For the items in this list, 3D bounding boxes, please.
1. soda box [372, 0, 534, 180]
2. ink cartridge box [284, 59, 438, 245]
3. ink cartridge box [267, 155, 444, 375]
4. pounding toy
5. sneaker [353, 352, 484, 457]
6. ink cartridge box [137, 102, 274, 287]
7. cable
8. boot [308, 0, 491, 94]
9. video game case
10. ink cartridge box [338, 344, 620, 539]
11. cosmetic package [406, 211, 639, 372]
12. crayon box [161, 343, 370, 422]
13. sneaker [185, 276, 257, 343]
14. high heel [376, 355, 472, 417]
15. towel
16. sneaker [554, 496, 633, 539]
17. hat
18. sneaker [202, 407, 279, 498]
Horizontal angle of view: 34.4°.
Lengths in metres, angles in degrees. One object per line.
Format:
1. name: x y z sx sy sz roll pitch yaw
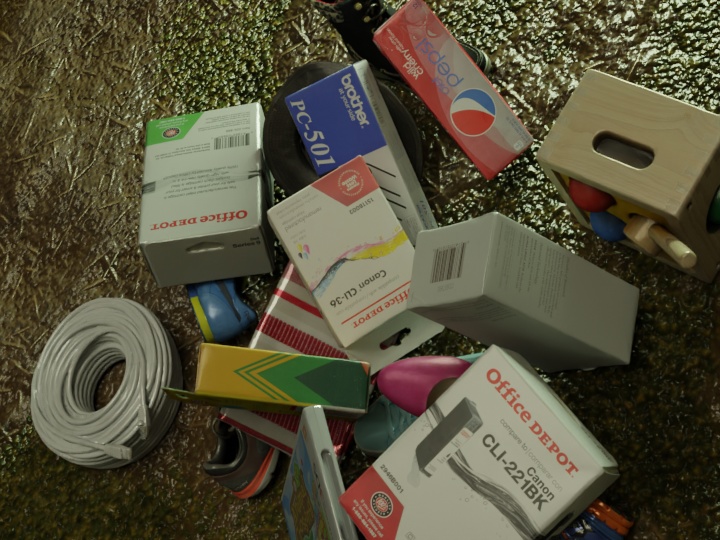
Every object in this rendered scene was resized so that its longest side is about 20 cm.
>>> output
1. soda box: 0.100 -0.195 1.251 0.070 0.063 0.201 -40 90 8
2. ink cartridge box: 0.002 -0.115 1.266 0.093 0.044 0.203 -20 98 27
3. ink cartridge box: 0.000 0.000 1.206 0.115 0.067 0.202 -31 90 -6
4. pounding toy: 0.273 -0.068 1.080 0.199 0.184 0.143 29 83 35
5. sneaker: 0.070 0.126 1.170 0.198 0.082 0.075 -26 56 16
6. ink cartridge box: -0.177 -0.088 1.358 0.143 0.085 0.202 -8 50 5
7. cable: -0.302 0.134 1.387 0.197 0.069 0.204 -4 65 29
8. boot: 0.039 -0.271 1.325 0.201 0.154 0.074 22 79 35
9. video game case: -0.038 0.258 1.118 0.022 0.201 0.184 -7 57 -16
10. ink cartridge box: 0.103 0.186 1.008 0.200 0.084 0.145 -45 67 8
11. cosmetic package: 0.153 0.026 1.083 0.112 0.198 0.083 -11 62 51
12. crayon box: -0.094 0.111 1.155 0.196 0.127 0.052 7 78 -6
13. sneaker: -0.176 -0.002 1.388 0.077 0.066 0.202 -23 54 -4
14. high heel: 0.109 0.137 1.075 0.197 0.096 0.068 21 107 -4
15. towel: -0.048 0.095 1.237 0.142 0.023 0.203 26 80 -5
16. sneaker: 0.152 0.223 1.087 0.198 0.075 0.080 19 81 36
17. hat: -0.009 -0.147 1.333 0.197 0.081 0.204 8 110 22
18. sneaker: -0.112 0.141 1.258 0.076 0.081 0.203 1 68 47
